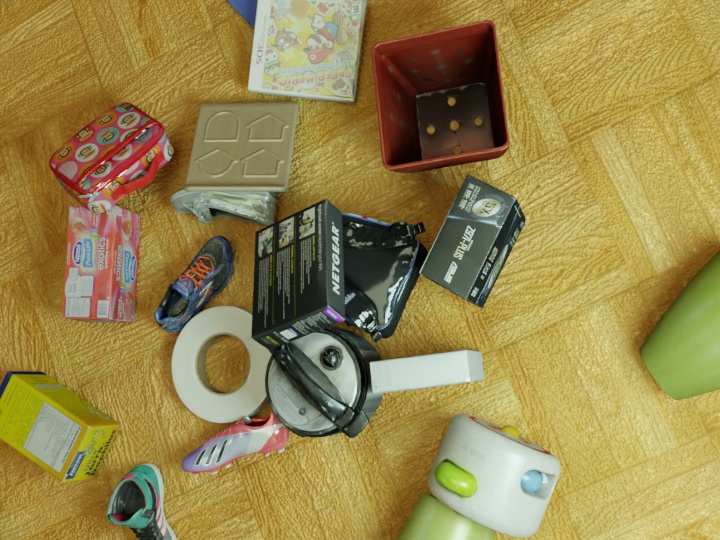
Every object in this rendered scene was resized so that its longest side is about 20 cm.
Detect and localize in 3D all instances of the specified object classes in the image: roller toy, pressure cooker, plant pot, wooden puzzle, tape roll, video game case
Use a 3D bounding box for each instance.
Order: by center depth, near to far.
[{"bbox_3d":[0.518,0.095,1.309,0.199,0.186,0.189,-41,75,22],"label":"plant pot"},{"bbox_3d":[0.204,0.303,1.352,0.179,0.200,0.142,23,88,3],"label":"roller toy"},{"bbox_3d":[0.117,0.454,1.366,0.197,0.201,0.187,21,78,16],"label":"plant pot"},{"bbox_3d":[-0.061,0.175,1.427,0.172,0.200,0.183,0,84,14],"label":"pressure cooker"},{"bbox_3d":[0.140,-0.256,1.436,0.195,0.176,0.205,-8,81,14],"label":"plant pot"},{"bbox_3d":[-0.234,0.163,1.560,0.198,0.037,0.208,-2,83,14],"label":"tape roll"},{"bbox_3d":[-0.204,-0.212,1.564,0.181,0.047,0.204,1,59,8],"label":"wooden puzzle"},{"bbox_3d":[-0.094,-0.398,1.572,0.195,0.023,0.186,7,92,7],"label":"video game case"}]

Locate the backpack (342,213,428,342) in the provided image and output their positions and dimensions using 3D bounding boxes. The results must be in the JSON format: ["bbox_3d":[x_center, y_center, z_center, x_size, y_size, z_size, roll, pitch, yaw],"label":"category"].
[{"bbox_3d":[0.000,0.000,1.457,0.188,0.154,0.203,23,80,16],"label":"backpack"}]

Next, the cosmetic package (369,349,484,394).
[{"bbox_3d":[0.109,0.157,1.384,0.147,0.200,0.053,-6,83,13],"label":"cosmetic package"}]

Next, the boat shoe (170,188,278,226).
[{"bbox_3d":[-0.243,-0.110,1.577,0.197,0.074,0.066,2,80,8],"label":"boat shoe"}]

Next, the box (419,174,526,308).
[{"bbox_3d":[0.180,-0.039,1.387,0.085,0.200,0.166,27,90,16],"label":"box"}]

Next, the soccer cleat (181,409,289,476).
[{"bbox_3d":[-0.217,0.291,1.520,0.196,0.067,0.078,-16,100,7],"label":"soccer cleat"}]

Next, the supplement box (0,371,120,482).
[{"bbox_3d":[-0.551,0.276,1.594,0.198,0.109,0.110,28,91,17],"label":"supplement box"}]

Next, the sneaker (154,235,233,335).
[{"bbox_3d":[-0.293,0.028,1.569,0.075,0.078,0.202,33,93,15],"label":"sneaker"}]

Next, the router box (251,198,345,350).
[{"bbox_3d":[-0.097,0.005,1.383,0.147,0.051,0.203,-22,51,27],"label":"router box"}]

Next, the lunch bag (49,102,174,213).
[{"bbox_3d":[-0.437,-0.196,1.591,0.175,0.083,0.200,33,67,32],"label":"lunch bag"}]

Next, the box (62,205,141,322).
[{"bbox_3d":[-0.467,-0.009,1.612,0.100,0.095,0.205,-1,83,14],"label":"box"}]

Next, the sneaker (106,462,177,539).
[{"bbox_3d":[-0.373,0.435,1.521,0.082,0.121,0.204,-18,80,12],"label":"sneaker"}]

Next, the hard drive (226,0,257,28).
[{"bbox_3d":[-0.155,-0.494,1.620,0.132,0.025,0.200,-45,75,6],"label":"hard drive"}]
